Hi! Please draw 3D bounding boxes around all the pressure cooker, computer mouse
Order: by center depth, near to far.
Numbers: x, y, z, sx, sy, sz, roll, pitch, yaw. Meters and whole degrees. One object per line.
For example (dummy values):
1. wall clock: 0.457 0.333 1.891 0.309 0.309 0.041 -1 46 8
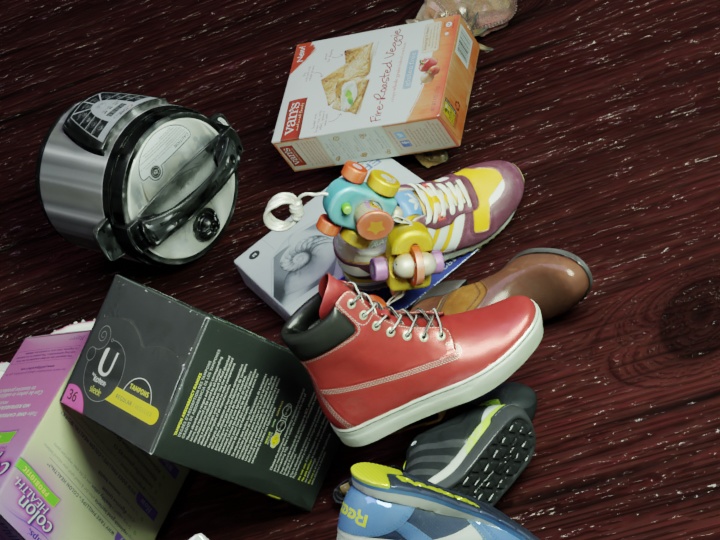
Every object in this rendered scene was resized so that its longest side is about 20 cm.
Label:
1. computer mouse: 0.062 0.150 1.639 0.199 0.034 0.059 -29 37 3
2. pressure cooker: -0.226 -0.096 2.019 0.199 0.178 0.177 14 94 44

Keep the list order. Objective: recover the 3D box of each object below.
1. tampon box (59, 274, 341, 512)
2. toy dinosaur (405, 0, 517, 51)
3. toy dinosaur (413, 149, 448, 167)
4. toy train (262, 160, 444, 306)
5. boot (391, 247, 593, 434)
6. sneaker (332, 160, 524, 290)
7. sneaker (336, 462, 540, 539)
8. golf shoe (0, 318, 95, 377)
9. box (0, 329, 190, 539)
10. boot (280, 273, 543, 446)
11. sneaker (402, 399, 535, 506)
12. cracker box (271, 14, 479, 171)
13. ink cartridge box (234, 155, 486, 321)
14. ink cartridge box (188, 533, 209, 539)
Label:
1. tampon box: -0.129 0.109 1.655 0.149 0.199 0.127 20 86 48
2. toy dinosaur: 0.119 -0.281 2.071 0.199 0.086 0.135 -28 43 -24
3. toy dinosaur: 0.025 -0.166 2.015 0.106 0.061 0.199 -46 38 -17
4. toy train: 0.000 0.000 1.720 0.150 0.201 0.056 -30 36 -2
5. boot: 0.094 0.061 1.645 0.187 0.069 0.200 -8 26 30
6. sneaker: 0.067 -0.053 1.793 0.199 0.090 0.075 -31 65 -6
7. sneaker: 0.067 0.214 1.458 0.083 0.199 0.074 -68 20 1
8. golf shoe: -0.319 0.122 1.927 0.199 0.075 0.092 -28 51 8
9. box: -0.265 0.188 1.701 0.096 0.176 0.201 -8 42 37
10. boot: 0.042 0.043 1.543 0.199 0.145 0.073 -27 29 3
11. sneaker: 0.062 0.178 1.552 0.200 0.072 0.083 -39 32 -30
12. cracker box: 0.016 -0.183 1.960 0.199 0.058 0.135 -8 53 29
13. ink cartridge box: -0.005 -0.019 1.879 0.199 0.041 0.200 -39 37 -10
14. ink cartridge box: -0.109 0.323 1.386 0.146 0.146 0.200 -37 76 -8
